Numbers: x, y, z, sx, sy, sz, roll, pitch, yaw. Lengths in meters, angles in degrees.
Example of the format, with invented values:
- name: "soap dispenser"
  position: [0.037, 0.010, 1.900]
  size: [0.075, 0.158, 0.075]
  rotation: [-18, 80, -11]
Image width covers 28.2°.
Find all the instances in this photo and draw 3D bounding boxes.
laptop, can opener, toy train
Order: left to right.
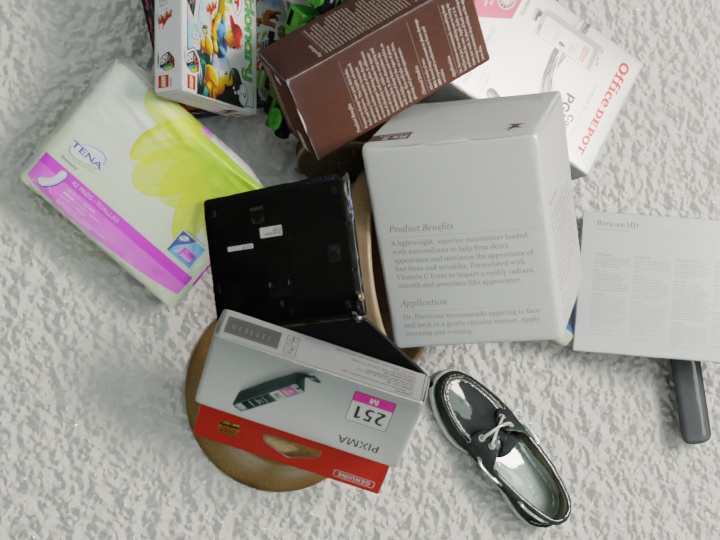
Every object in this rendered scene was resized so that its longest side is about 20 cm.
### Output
- name: "toy train"
  position: [-0.053, -0.223, 1.380]
  size: [0.042, 0.056, 0.201]
  rotation: [3, 120, -35]
- name: "laptop"
  position: [-0.040, 0.020, 1.329]
  size: [0.103, 0.177, 0.201]
  rotation: [-5, 87, -53]
- name: "can opener"
  position: [0.339, 0.092, 1.580]
  size: [0.067, 0.053, 0.201]
  rotation: [-9, 88, 12]

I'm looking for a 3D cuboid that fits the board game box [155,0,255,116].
- name: "board game box"
  position: [-0.146, -0.256, 1.359]
  size: [0.126, 0.034, 0.201]
  rotation: [8, 80, -62]

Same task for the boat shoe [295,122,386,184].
- name: "boat shoe"
  position: [0.023, -0.129, 1.479]
  size: [0.199, 0.072, 0.068]
  rotation: [-3, 56, -24]

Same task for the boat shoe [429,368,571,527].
- name: "boat shoe"
  position: [0.151, 0.183, 1.493]
  size: [0.076, 0.060, 0.200]
  rotation: [-45, 100, -17]

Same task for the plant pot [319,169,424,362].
- name: "plant pot"
  position: [0.000, 0.000, 1.419]
  size: [0.092, 0.201, 0.202]
  rotation: [-6, 86, 19]

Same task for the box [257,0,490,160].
- name: "box"
  position: [0.015, -0.202, 1.349]
  size: [0.200, 0.075, 0.100]
  rotation: [-32, 133, -11]

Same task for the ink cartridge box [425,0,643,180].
- name: "ink cartridge box"
  position: [0.173, -0.204, 1.487]
  size: [0.200, 0.083, 0.147]
  rotation: [31, 77, -14]

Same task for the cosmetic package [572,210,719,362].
- name: "cosmetic package"
  position: [0.331, 0.019, 1.528]
  size: [0.199, 0.052, 0.152]
  rotation: [5, 88, 9]

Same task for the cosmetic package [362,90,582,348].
- name: "cosmetic package"
  position: [0.112, -0.051, 1.361]
  size: [0.164, 0.165, 0.201]
  rotation: [-3, 109, 17]

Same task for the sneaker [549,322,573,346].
- name: "sneaker"
  position: [0.173, -0.019, 1.509]
  size: [0.200, 0.077, 0.111]
  rotation: [43, 83, -4]

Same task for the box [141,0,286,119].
- name: "box"
  position: [-0.146, -0.258, 1.443]
  size: [0.136, 0.038, 0.201]
  rotation: [-13, 89, -19]

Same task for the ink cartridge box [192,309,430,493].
- name: "ink cartridge box"
  position: [-0.055, 0.137, 1.331]
  size: [0.199, 0.174, 0.044]
  rotation: [18, 39, -2]

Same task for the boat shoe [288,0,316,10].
- name: "boat shoe"
  position: [-0.043, -0.285, 1.415]
  size: [0.065, 0.200, 0.074]
  rotation: [-30, 50, 6]

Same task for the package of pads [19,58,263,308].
- name: "package of pads"
  position: [-0.204, -0.087, 1.375]
  size: [0.200, 0.068, 0.155]
  rotation: [41, 91, -12]

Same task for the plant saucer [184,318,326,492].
- name: "plant saucer"
  position: [-0.075, 0.122, 1.435]
  size: [0.199, 0.035, 0.201]
  rotation: [2, 85, -18]
